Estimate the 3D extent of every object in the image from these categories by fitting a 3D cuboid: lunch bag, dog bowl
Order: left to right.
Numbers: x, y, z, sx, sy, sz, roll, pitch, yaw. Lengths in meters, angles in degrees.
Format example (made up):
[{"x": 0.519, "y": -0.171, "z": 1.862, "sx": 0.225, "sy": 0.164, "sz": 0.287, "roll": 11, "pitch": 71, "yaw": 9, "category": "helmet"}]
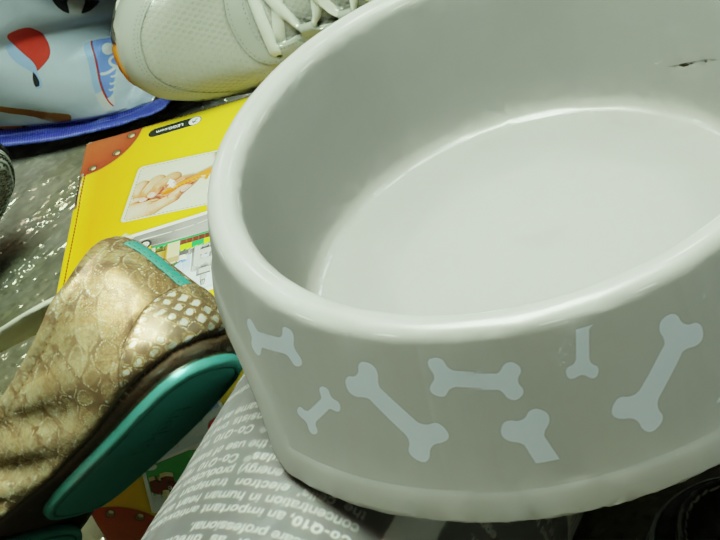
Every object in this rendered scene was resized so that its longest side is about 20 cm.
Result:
[{"x": -0.148, "y": -0.140, "z": 1.201, "sx": 0.199, "sy": 0.124, "sz": 0.170, "roll": -1, "pitch": 39, "yaw": 10, "category": "lunch bag"}, {"x": 0.048, "y": -0.020, "z": 0.775, "sx": 0.200, "sy": 0.059, "sz": 0.200, "roll": -12, "pitch": 38, "yaw": 10, "category": "dog bowl"}]

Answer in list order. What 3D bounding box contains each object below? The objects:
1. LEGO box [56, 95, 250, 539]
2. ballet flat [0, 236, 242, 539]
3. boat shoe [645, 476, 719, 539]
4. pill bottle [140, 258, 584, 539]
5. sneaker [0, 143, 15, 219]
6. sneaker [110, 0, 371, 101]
[{"x": 0.000, "y": 0.000, "z": 0.950, "sx": 0.199, "sy": 0.077, "sz": 0.149, "roll": -15, "pitch": 35, "yaw": 14, "category": "LEGO box"}, {"x": -0.112, "y": 0.063, "z": 0.880, "sx": 0.200, "sy": 0.070, "sz": 0.065, "roll": -46, "pitch": 68, "yaw": 25, "category": "ballet flat"}, {"x": 0.136, "y": 0.099, "z": 0.736, "sx": 0.072, "sy": 0.071, "sz": 0.200, "roll": -33, "pitch": 35, "yaw": -11, "category": "boat shoe"}, {"x": -0.012, "y": 0.100, "z": 0.793, "sx": 0.113, "sy": 0.113, "sz": 0.200, "roll": 0, "pitch": 41, "yaw": 32, "category": "pill bottle"}, {"x": -0.185, "y": 0.029, "z": 1.046, "sx": 0.085, "sy": 0.078, "sz": 0.200, "roll": 11, "pitch": 57, "yaw": 32, "category": "sneaker"}, {"x": 0.005, "y": -0.110, "z": 0.971, "sx": 0.200, "sy": 0.076, "sz": 0.092, "roll": -22, "pitch": 15, "yaw": 1, "category": "sneaker"}]
